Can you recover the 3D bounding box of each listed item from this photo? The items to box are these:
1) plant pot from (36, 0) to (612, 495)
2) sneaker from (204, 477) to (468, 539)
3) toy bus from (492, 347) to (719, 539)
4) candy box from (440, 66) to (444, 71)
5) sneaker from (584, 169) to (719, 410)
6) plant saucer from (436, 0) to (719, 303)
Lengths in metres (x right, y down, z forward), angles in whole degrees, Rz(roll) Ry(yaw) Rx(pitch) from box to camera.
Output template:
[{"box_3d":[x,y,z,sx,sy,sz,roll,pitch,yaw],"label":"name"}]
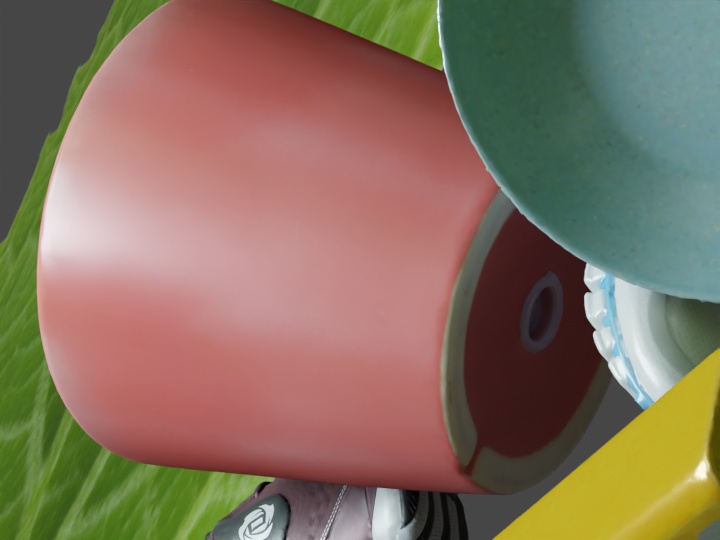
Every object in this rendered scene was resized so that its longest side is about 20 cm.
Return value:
[{"box_3d":[0.000,0.000,1.177,0.177,0.200,0.201,14,73,32],"label":"plant pot"},{"box_3d":[-0.019,0.082,1.306,0.115,0.076,0.200,-29,26,16],"label":"sneaker"},{"box_3d":[0.092,0.105,0.962,0.200,0.078,0.065,-46,22,48],"label":"toy bus"},{"box_3d":[0.057,-0.053,1.392,0.200,0.056,0.117,-48,20,41],"label":"candy box"},{"box_3d":[0.137,-0.027,1.053,0.087,0.075,0.200,-40,27,42],"label":"sneaker"},{"box_3d":[0.127,-0.091,1.000,0.201,0.201,0.039,-59,-9,15],"label":"plant saucer"}]
